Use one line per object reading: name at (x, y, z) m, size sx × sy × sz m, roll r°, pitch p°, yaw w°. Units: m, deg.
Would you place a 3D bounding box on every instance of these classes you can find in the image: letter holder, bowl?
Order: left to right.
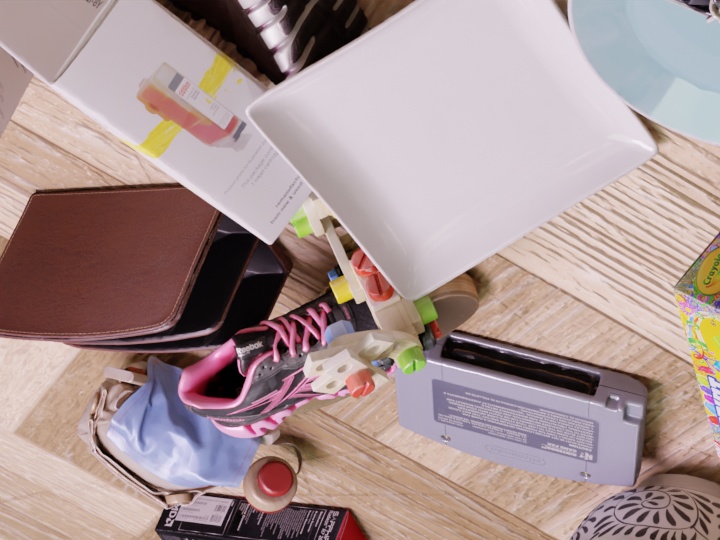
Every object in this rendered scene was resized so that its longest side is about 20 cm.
letter holder at (-0.177, 0.021, 1.658) m, size 0.199 × 0.142 × 0.101 m, roll -2°, pitch 141°, yaw 33°
bowl at (0.254, 0.223, 1.731) m, size 0.200 × 0.094 × 0.201 m, roll 12°, pitch 150°, yaw 7°

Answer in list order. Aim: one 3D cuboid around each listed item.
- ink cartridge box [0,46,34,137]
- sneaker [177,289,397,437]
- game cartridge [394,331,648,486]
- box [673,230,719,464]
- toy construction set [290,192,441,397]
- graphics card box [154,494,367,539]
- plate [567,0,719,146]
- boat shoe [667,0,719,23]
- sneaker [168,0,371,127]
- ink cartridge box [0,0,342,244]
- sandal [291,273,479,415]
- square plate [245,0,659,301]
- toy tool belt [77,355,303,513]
ink cartridge box at (-0.341, -0.097, 1.529) m, size 0.146 × 0.200 × 0.083 m, roll 7°, pitch 146°, yaw 24°
sneaker at (-0.049, 0.058, 1.582) m, size 0.200 × 0.079 × 0.095 m, roll -32°, pitch 152°, yaw 21°
game cartridge at (0.125, 0.110, 1.705) m, size 0.199 × 0.042 × 0.133 m, roll 14°, pitch 151°, yaw 13°
box at (0.325, 0.067, 1.383) m, size 0.192 × 0.122 × 0.200 m, roll 27°, pitch 155°, yaw 37°
toy construction set at (0.000, 0.000, 1.488) m, size 0.092 × 0.201 × 0.131 m, roll -11°, pitch 153°, yaw 5°
graphics card box at (-0.081, 0.269, 2.052) m, size 0.199 × 0.051 × 0.126 m, roll 1°, pitch 143°, yaw 28°
plate at (0.221, -0.144, 1.281) m, size 0.200 × 0.026 × 0.200 m, roll 16°, pitch 148°, yaw 10°
boat shoe at (0.192, -0.156, 1.198) m, size 0.199 × 0.063 × 0.073 m, roll 21°, pitch 148°, yaw 2°
sneaker at (-0.073, -0.170, 1.396) m, size 0.115 × 0.076 × 0.200 m, roll 5°, pitch 140°, yaw 44°
ink cartridge box at (-0.131, -0.119, 1.397) m, size 0.200 × 0.084 × 0.145 m, roll 37°, pitch 180°, yaw -36°
sandal at (-0.002, 0.039, 1.660) m, size 0.211 × 0.070 × 0.078 m, roll -31°, pitch 147°, yaw 28°
square plate at (0.060, -0.094, 1.379) m, size 0.198 × 0.028 × 0.200 m, roll -31°, pitch 127°, yaw 14°
toy tool belt at (-0.134, 0.140, 1.829) m, size 0.200 × 0.125 × 0.123 m, roll 26°, pitch 156°, yaw -7°
